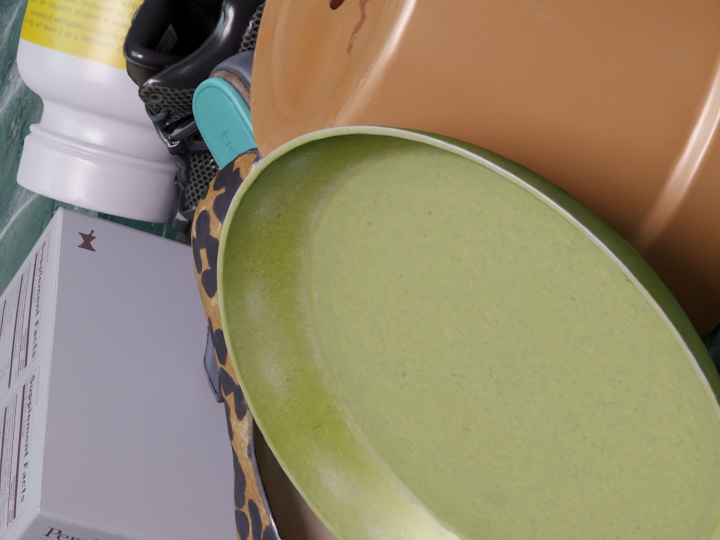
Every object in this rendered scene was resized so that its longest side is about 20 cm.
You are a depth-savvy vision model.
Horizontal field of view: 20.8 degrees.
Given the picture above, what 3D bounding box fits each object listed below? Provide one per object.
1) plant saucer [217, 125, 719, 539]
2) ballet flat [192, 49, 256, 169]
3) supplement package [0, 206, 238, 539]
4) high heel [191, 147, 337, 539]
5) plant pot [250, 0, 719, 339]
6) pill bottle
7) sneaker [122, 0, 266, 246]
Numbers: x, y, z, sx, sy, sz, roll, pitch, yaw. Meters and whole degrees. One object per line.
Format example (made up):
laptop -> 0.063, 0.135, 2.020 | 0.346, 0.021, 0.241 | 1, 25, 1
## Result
plant saucer -> 0.039, 0.039, 0.607 | 0.031, 0.200, 0.200 | -38, 0, -38
ballet flat -> 0.000, 0.000, 0.795 | 0.073, 0.073, 0.201 | -27, 85, 59
supplement package -> -0.107, 0.104, 0.876 | 0.200, 0.151, 0.151 | -48, 33, 44
high heel -> -0.009, 0.057, 0.704 | 0.200, 0.071, 0.143 | 57, 155, 31
plant pot -> 0.053, -0.079, 0.670 | 0.200, 0.139, 0.201 | -48, 32, 43
pill bottle -> -0.101, -0.129, 0.937 | 0.111, 0.111, 0.201 | -153, 76, -67
sneaker -> -0.070, -0.058, 0.873 | 0.200, 0.114, 0.076 | -58, 25, 34
